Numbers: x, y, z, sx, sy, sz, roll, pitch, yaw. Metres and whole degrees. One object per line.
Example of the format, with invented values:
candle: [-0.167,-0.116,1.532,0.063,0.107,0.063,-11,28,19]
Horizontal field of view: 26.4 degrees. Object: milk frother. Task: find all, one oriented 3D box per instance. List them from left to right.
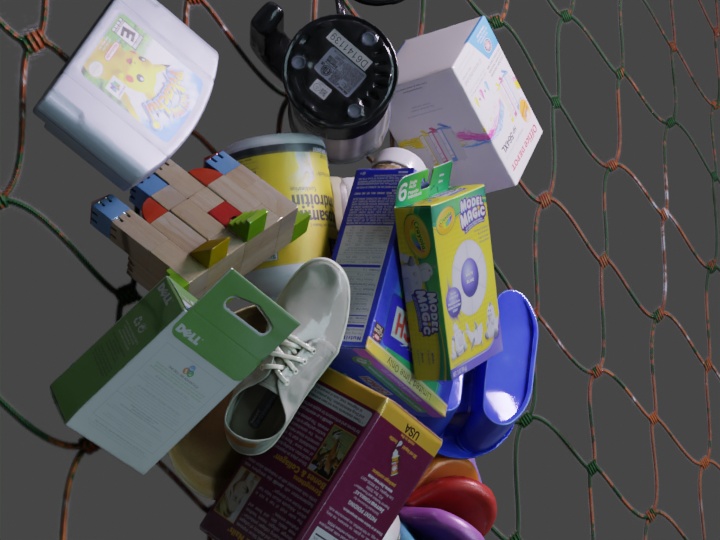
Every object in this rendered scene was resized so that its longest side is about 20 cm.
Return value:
milk frother: [-0.003,-0.234,1.616,0.181,0.199,0.188,58,-5,5]

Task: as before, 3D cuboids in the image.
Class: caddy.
caddy: [0.114,0.104,1.676,0.141,0.105,0.201,14,63,-8]

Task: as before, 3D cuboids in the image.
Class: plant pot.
plant pot: [-0.109,0.124,1.479,0.199,0.027,0.201,-14,114,-35]

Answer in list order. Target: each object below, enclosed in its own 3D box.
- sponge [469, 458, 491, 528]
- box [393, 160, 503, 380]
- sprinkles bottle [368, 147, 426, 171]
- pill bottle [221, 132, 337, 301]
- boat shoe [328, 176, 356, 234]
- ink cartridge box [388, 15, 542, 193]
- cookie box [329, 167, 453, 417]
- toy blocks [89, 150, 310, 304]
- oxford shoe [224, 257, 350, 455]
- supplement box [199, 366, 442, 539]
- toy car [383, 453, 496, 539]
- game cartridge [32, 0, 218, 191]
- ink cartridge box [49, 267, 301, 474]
sponge: [0.108,0.199,1.782,0.112,0.030,0.201,-70,142,-81]
box: [0.087,-0.003,1.513,0.117,0.048,0.201,-24,107,-55]
sprinkles bottle: [0.017,-0.052,1.742,0.068,0.068,0.200,54,42,-30]
pill bottle: [-0.078,-0.032,1.562,0.112,0.112,0.201,2,78,-54]
boat shoe: [0.000,0.000,1.614,0.068,0.075,0.201,-2,86,-22]
ink cartridge box: [0.126,-0.184,1.887,0.200,0.125,0.129,58,39,-25]
cookie box: [0.041,0.024,1.551,0.171,0.075,0.201,43,55,-48]
toy blocks: [-0.160,-0.047,1.446,0.200,0.137,0.100,-37,154,-38]
oxford shoe: [-0.068,0.082,1.428,0.201,0.075,0.058,-62,172,-1]
supplement box: [-0.037,0.205,1.462,0.103,0.131,0.200,41,79,-42]
toy car: [0.072,0.281,1.645,0.175,0.149,0.200,54,41,-31]
game cartridge: [-0.212,-0.174,1.452,0.133,0.040,0.200,42,46,-20]
ink cartridge box: [-0.162,0.076,1.345,0.104,0.200,0.059,42,7,-40]
